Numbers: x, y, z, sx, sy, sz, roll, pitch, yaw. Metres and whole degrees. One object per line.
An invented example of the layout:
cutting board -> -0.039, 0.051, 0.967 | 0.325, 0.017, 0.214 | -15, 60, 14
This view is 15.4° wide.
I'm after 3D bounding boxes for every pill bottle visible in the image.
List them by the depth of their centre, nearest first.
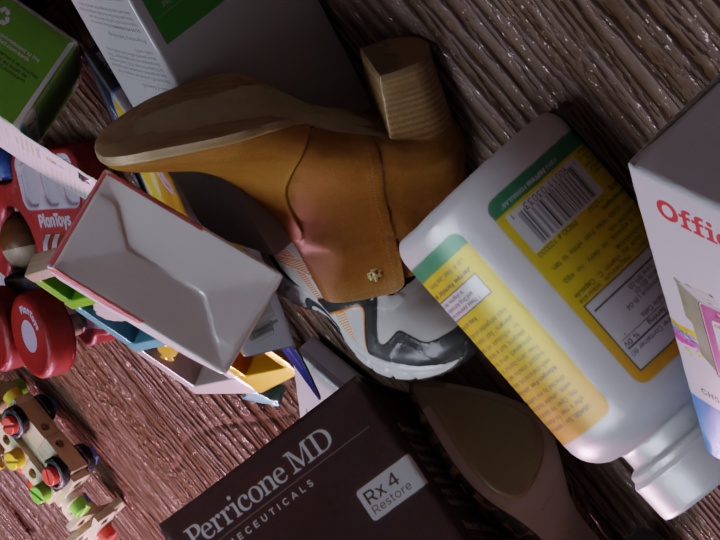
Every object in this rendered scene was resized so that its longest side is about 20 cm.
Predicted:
pill bottle -> 0.123, 0.027, 1.380 | 0.200, 0.113, 0.113 | 48, 158, 2

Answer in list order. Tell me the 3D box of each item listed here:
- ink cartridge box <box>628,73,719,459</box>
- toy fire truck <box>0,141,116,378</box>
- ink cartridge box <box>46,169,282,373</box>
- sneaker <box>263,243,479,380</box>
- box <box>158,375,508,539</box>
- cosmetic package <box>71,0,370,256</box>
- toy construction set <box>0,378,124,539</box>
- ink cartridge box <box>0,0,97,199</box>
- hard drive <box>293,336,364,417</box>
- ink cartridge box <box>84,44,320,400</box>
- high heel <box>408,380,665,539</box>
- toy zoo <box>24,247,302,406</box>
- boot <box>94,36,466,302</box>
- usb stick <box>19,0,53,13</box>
ink cartridge box -> 0.217, 0.021, 1.230 | 0.144, 0.085, 0.201 | 28, 149, 42
toy fire truck -> -0.229, -0.016, 2.015 | 0.200, 0.112, 0.169 | 3, 106, 60
ink cartridge box -> -0.113, 0.003, 1.536 | 0.116, 0.068, 0.200 | 31, 176, -4
sneaker -> 0.000, 0.000, 1.623 | 0.200, 0.074, 0.080 | 28, 148, 41
box -> 0.011, 0.200, 1.686 | 0.200, 0.166, 0.164 | 55, -170, 16
cosmetic package -> -0.076, -0.122, 1.522 | 0.085, 0.108, 0.201 | 16, 143, 56
toy construction set -> -0.303, 0.180, 2.463 | 0.200, 0.092, 0.131 | 39, 133, 5
ink cartridge box -> -0.208, -0.112, 1.796 | 0.199, 0.076, 0.148 | 33, 172, -1
hard drive -> 0.035, 0.144, 1.854 | 0.200, 0.026, 0.132 | 39, 156, 25
ink cartridge box -> -0.105, -0.030, 1.715 | 0.198, 0.047, 0.201 | 49, 160, 56
high heel -> 0.101, 0.156, 1.688 | 0.200, 0.071, 0.143 | 38, 154, 13
toy zoo -> -0.126, 0.038, 1.893 | 0.200, 0.021, 0.131 | 36, 151, -28
boot -> -0.037, -0.040, 1.473 | 0.071, 0.200, 0.145 | -113, 9, -55
usb stick -> -0.269, -0.256, 1.768 | 0.200, 0.033, 0.055 | 52, 151, -8
